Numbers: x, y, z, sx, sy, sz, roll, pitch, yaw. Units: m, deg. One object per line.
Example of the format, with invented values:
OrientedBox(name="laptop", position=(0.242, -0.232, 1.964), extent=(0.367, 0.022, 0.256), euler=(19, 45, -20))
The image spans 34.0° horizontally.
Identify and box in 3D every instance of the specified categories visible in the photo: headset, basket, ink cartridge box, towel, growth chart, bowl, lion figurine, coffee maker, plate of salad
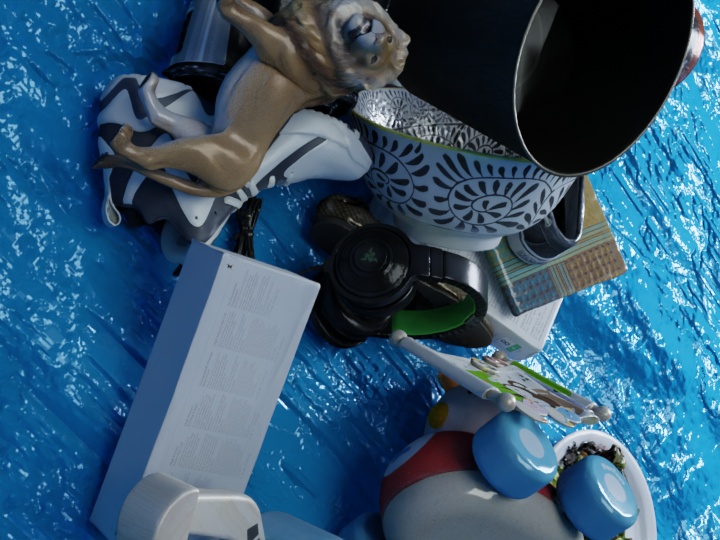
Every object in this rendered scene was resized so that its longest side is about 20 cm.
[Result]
OrientedBox(name="headset", position=(0.000, 0.000, 0.901), extent=(0.200, 0.124, 0.094), euler=(9, 63, -15))
OrientedBox(name="basket", position=(0.114, -0.168, 0.868), extent=(0.136, 0.200, 0.180), euler=(37, 83, -33))
OrientedBox(name="ink cartridge box", position=(0.103, -0.039, 1.054), extent=(0.200, 0.050, 0.161), euler=(35, 59, -11))
OrientedBox(name="towel", position=(0.148, -0.070, 1.052), extent=(0.147, 0.022, 0.200), euler=(-18, 83, -32))
OrientedBox(name="growth chart", position=(0.114, 0.087, 0.908), extent=(0.200, 0.145, 0.018), euler=(16, 99, -54))
OrientedBox(name="bowl", position=(0.078, -0.074, 0.935), extent=(0.201, 0.201, 0.094), euler=(-9, 118, -43))
OrientedBox(name="lion figurine", position=(-0.069, -0.110, 0.767), extent=(0.122, 0.072, 0.200), euler=(38, 101, -22))
OrientedBox(name="coffee maker", position=(-0.034, -0.215, 0.855), extent=(0.135, 0.192, 0.200), euler=(22, 75, -81))
OrientedBox(name="plate of salad", position=(0.225, 0.249, 1.098), extent=(0.200, 0.048, 0.200), euler=(9, 77, -40))

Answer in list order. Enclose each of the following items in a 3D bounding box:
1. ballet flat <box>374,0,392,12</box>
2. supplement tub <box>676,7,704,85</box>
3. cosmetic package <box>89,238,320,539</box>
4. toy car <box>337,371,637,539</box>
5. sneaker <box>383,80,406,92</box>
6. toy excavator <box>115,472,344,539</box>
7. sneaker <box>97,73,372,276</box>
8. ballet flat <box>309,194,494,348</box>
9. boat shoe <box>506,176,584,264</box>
OrientedBox(name="ballet flat", position=(0.002, -0.247, 0.976), extent=(0.046, 0.067, 0.200), euler=(78, 22, -65))
OrientedBox(name="supplement tub", position=(0.243, -0.249, 1.164), extent=(0.200, 0.107, 0.107), euler=(14, 73, -40))
OrientedBox(name="cosmetic package", position=(-0.104, 0.087, 0.785), extent=(0.083, 0.051, 0.200), euler=(20, 92, -40))
OrientedBox(name="toy car", position=(0.087, 0.147, 0.944), extent=(0.177, 0.184, 0.200), euler=(30, 32, -30))
OrientedBox(name="sneaker", position=(0.094, -0.199, 1.028), extent=(0.200, 0.086, 0.080), euler=(-26, 93, -42))
OrientedBox(name="toy excavator", position=(-0.066, 0.197, 0.769), extent=(0.194, 0.100, 0.200), euler=(-23, 117, -44))
OrientedBox(name="sneaker", position=(-0.092, -0.054, 0.834), extent=(0.199, 0.079, 0.130), euler=(11, 82, -28))
OrientedBox(name="ballet flat", position=(0.040, 0.000, 0.969), extent=(0.200, 0.067, 0.046), euler=(37, 51, -26))
OrientedBox(name="boat shoe", position=(0.163, -0.107, 1.019), extent=(0.072, 0.068, 0.200), euler=(14, 67, -25))
